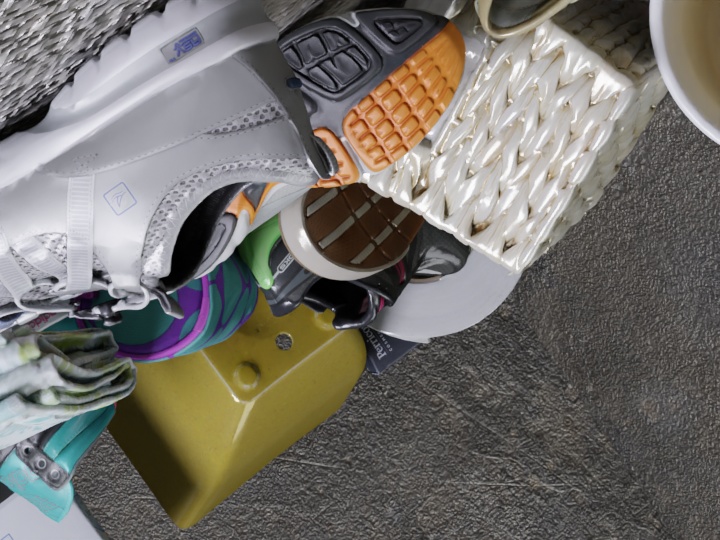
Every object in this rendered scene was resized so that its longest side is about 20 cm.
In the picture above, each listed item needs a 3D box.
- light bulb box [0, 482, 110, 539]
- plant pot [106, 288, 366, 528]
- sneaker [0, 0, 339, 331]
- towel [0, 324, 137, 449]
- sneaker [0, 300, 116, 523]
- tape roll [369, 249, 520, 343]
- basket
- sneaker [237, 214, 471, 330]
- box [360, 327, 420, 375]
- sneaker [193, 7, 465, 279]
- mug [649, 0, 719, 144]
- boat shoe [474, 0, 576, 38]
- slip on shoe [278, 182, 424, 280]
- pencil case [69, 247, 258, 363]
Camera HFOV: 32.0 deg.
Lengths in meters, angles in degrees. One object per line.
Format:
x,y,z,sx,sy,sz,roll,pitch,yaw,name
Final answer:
-0.272,0.192,0.936,0.124,0.201,0.198,-36,180,-16,light bulb box
-0.109,0.059,1.019,0.195,0.195,0.200,-35,174,-27,plant pot
-0.096,-0.009,0.427,0.199,0.083,0.075,-36,180,21,sneaker
-0.219,0.083,0.627,0.197,0.049,0.171,-23,175,3,towel
-0.234,0.116,0.789,0.199,0.122,0.084,-35,180,-18,sneaker
0.051,-0.044,1.087,0.201,0.204,0.071,-35,-179,6,tape roll
0.094,-0.101,0.699,0.137,0.123,0.200,-61,168,26,basket
0.000,0.000,0.875,0.198,0.085,0.076,-5,162,-41,sneaker
0.036,-0.034,1.260,0.195,0.201,0.124,-36,178,-4,box
-0.032,-0.072,0.617,0.198,0.076,0.092,-28,-169,25,sneaker
0.248,-0.130,0.651,0.183,0.152,0.153,2,-174,16,mug
0.100,-0.151,0.488,0.200,0.072,0.064,-21,-129,66,boat shoe
-0.002,-0.044,0.750,0.060,0.077,0.200,-15,-165,30,slip on shoe
-0.121,0.010,0.806,0.200,0.091,0.086,14,98,-86,pencil case
